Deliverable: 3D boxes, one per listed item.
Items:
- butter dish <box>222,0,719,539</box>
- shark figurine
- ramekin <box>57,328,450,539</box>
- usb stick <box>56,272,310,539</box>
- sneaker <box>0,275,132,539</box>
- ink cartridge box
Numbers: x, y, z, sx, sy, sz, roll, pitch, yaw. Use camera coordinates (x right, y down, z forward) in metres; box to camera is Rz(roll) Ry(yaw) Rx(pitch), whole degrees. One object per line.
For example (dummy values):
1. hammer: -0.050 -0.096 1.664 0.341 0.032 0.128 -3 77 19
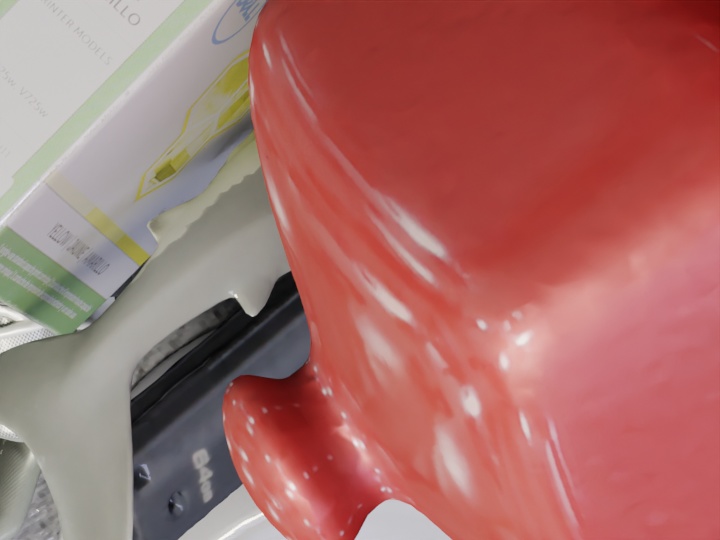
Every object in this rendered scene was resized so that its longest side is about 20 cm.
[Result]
1. butter dish: 0.038 0.007 0.633 0.148 0.200 0.200 -33 133 -4
2. shark figurine: -0.001 -0.002 0.734 0.128 0.089 0.214 -51 173 33
3. ramekin: 0.003 0.115 0.940 0.201 0.094 0.203 -1 113 -2
4. usb stick: -0.008 0.014 0.874 0.200 0.033 0.056 -40 155 -22
5. sneaker: -0.090 -0.003 0.822 0.074 0.089 0.200 -5 137 -22
6. ink cartridge box: -0.027 -0.076 0.707 0.200 0.048 0.146 -45 172 -2
